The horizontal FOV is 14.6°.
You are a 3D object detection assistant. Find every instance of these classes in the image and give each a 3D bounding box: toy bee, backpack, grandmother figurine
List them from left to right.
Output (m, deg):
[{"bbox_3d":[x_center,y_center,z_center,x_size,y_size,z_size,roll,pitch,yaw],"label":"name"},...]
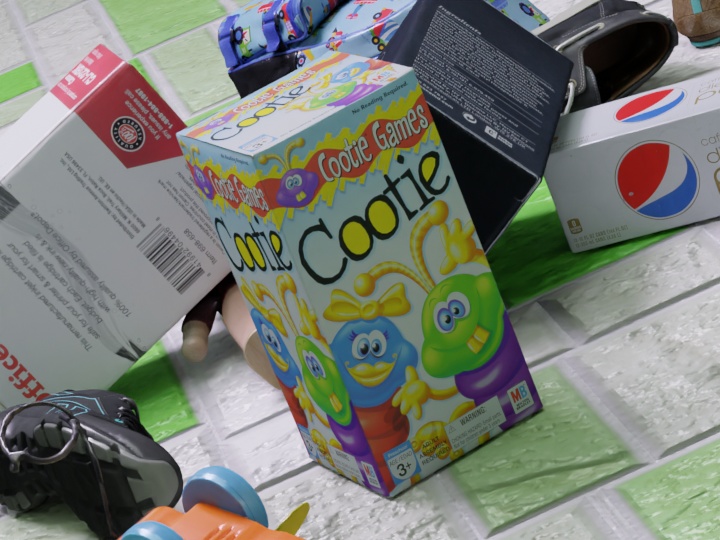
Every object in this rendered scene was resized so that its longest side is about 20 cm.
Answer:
[{"bbox_3d":[-0.079,0.146,1.374,0.130,0.109,0.200,-22,42,-24],"label":"toy bee"},{"bbox_3d":[-0.062,0.014,1.742,0.121,0.061,0.200,-19,20,-16],"label":"grandmother figurine"},{"bbox_3d":[0.023,-0.160,1.949,0.182,0.135,0.200,-34,12,-33],"label":"backpack"}]

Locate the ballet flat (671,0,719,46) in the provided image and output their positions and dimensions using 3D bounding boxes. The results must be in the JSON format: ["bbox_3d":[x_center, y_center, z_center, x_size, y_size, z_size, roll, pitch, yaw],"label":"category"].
[{"bbox_3d":[0.247,-0.225,2.011,0.067,0.073,0.200,-15,20,20],"label":"ballet flat"}]

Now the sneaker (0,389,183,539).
[{"bbox_3d":[-0.150,0.097,1.590,0.079,0.076,0.200,-30,21,-29],"label":"sneaker"}]

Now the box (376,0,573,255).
[{"bbox_3d":[0.035,-0.064,1.670,0.149,0.107,0.200,-54,6,25],"label":"box"}]

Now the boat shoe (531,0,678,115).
[{"bbox_3d":[0.127,-0.119,1.867,0.200,0.072,0.067,-36,39,-27],"label":"boat shoe"}]

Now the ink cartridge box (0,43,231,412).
[{"bbox_3d":[-0.177,-0.016,1.730,0.200,0.144,0.084,-44,21,-4],"label":"ink cartridge box"}]

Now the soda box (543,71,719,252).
[{"bbox_3d":[0.209,-0.075,1.658,0.199,0.068,0.064,-15,21,20],"label":"soda box"}]

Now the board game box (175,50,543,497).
[{"bbox_3d":[0.000,0.000,1.489,0.105,0.201,0.103,-29,20,-19],"label":"board game box"}]
